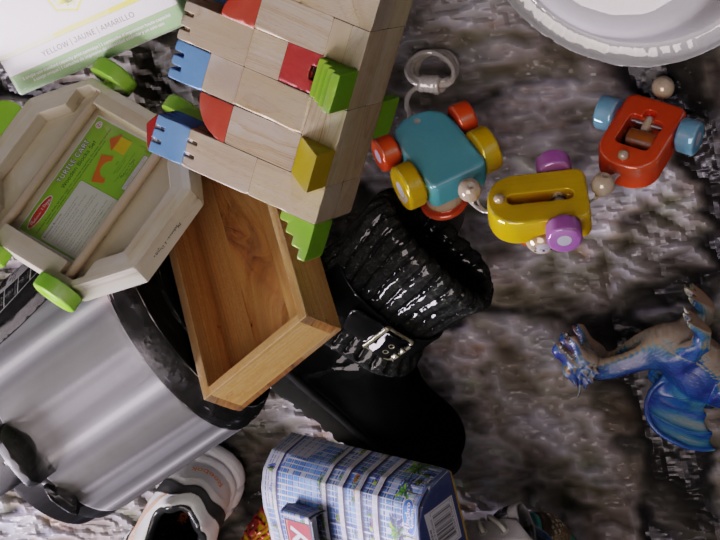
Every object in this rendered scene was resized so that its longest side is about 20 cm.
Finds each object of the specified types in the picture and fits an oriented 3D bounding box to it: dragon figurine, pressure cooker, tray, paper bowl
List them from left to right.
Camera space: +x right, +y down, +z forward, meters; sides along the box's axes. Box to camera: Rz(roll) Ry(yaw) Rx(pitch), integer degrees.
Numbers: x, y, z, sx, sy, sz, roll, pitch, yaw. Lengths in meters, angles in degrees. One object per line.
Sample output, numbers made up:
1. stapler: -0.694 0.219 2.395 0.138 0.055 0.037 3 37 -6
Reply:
1. pressure cooker: -0.185 0.076 1.635 0.200 0.176 0.179 -34 57 19
2. tray: -0.079 -0.018 1.570 0.037 0.200 0.099 23 129 -41
3. paper bowl: 0.164 -0.220 1.434 0.200 0.104 0.201 8 118 15
4. dragon figurine: 0.224 0.078 1.582 0.200 0.059 0.099 33 122 -11

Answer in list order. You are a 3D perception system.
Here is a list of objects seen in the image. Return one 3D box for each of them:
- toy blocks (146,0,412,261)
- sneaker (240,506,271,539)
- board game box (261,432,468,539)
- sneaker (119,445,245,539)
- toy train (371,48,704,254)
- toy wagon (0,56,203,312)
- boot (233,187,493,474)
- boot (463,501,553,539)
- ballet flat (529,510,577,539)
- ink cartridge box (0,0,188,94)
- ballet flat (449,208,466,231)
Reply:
1. toy blocks: -0.054 -0.126 1.477 0.136 0.100 0.201 24 110 21
2. sneaker: -0.058 0.233 1.759 0.077 0.073 0.200 17 126 -16
3. board game box: -0.008 0.217 1.613 0.199 0.062 0.201 8 121 44
4. sneaker: -0.152 0.218 1.765 0.074 0.080 0.200 26 122 3
5. toy train: 0.110 -0.071 1.522 0.199 0.150 0.056 15 143 19
6. toy wagon: -0.194 -0.066 1.570 0.200 0.155 0.040 29 168 32
7. boot: 0.037 0.050 1.596 0.158 0.080 0.211 -39 127 21
8. boot: 0.079 0.191 1.637 0.200 0.074 0.096 43 107 21
9. ballet flat: 0.086 0.245 1.711 0.065 0.071 0.200 33 128 -26
10. ink cartridge box: -0.211 -0.233 1.582 0.145 0.048 0.200 -19 110 26
11. ballet flat: 0.000 0.000 1.630 0.067 0.046 0.200 23 122 -27
